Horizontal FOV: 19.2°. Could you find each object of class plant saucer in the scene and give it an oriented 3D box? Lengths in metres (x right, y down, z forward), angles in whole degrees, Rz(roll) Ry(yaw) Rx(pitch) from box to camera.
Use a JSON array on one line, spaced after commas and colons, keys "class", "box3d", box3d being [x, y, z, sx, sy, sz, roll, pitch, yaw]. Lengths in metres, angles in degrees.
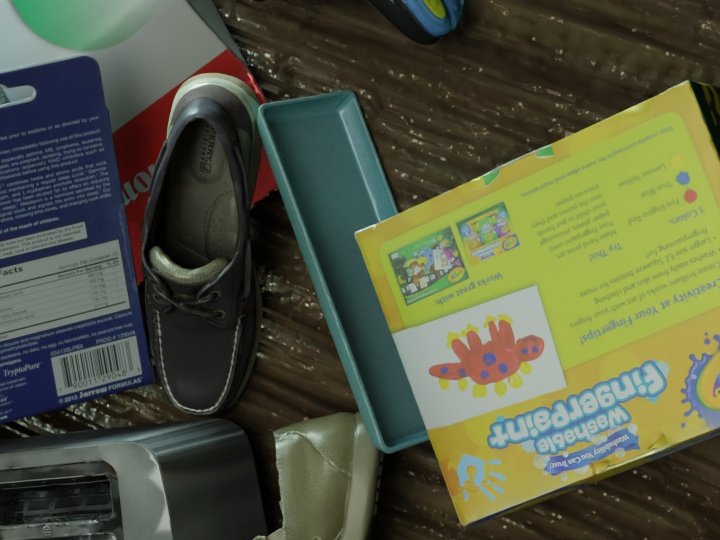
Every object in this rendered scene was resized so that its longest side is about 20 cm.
[{"class": "plant saucer", "box3d": [0.000, 0.000, 1.158, 0.019, 0.070, 0.200, -28, 79, 49]}]

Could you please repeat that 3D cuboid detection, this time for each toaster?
[{"class": "toaster", "box3d": [-0.139, 0.181, 1.197, 0.199, 0.119, 0.181, -7, 89, 25]}]

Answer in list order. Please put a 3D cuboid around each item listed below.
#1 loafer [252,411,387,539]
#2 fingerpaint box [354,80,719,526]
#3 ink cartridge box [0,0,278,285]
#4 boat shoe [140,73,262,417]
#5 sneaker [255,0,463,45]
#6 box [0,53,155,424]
[{"class": "loafer", "box3d": [-0.028, 0.172, 1.152, 0.067, 0.076, 0.201, 7, 74, 8]}, {"class": "fingerpaint box", "box3d": [0.121, 0.019, 1.094, 0.200, 0.073, 0.167, -25, 80, 24]}, {"class": "ink cartridge box", "box3d": [-0.147, -0.102, 1.224, 0.161, 0.050, 0.200, -33, 75, 23]}, {"class": "boat shoe", "box3d": [-0.092, -0.007, 1.179, 0.072, 0.065, 0.201, 11, 111, 10]}, {"class": "sneaker", "box3d": [-0.025, -0.178, 1.168, 0.199, 0.071, 0.083, 34, 119, 22]}, {"class": "box", "box3d": [-0.190, -0.017, 1.186, 0.032, 0.121, 0.201, -140, 40, -61]}]
